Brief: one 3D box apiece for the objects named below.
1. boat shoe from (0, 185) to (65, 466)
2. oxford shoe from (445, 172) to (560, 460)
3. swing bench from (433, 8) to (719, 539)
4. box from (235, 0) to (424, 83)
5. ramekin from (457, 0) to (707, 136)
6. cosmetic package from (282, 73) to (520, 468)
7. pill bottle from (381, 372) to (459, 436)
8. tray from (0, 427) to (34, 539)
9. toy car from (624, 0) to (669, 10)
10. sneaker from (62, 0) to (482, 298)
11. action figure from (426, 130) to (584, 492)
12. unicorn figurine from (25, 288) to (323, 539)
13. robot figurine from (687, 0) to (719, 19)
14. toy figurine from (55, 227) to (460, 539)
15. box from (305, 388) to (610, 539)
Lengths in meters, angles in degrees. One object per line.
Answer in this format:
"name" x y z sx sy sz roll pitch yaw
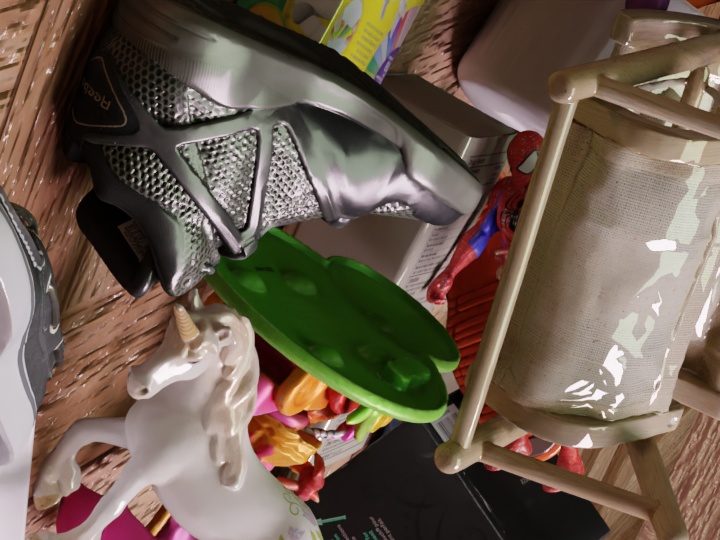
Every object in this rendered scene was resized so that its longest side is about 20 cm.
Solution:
"boat shoe" -0.139 0.006 0.859 0.200 0.068 0.057 102 14 -63
"oxford shoe" 0.081 0.013 1.389 0.073 0.071 0.201 19 57 -78
"swing bench" 0.139 -0.006 1.142 0.200 0.129 0.200 -50 159 -68
"box" -0.009 -0.124 1.073 0.201 0.048 0.117 -63 165 1
"ramekin" 0.150 -0.094 1.373 0.098 0.200 0.200 -51 165 -3
"cosmetic package" 0.000 0.000 1.275 0.201 0.073 0.103 -64 166 11
"pill bottle" 0.054 0.169 1.686 0.112 0.112 0.201 -39 153 -54
"tray" -0.180 0.128 1.018 0.107 0.022 0.200 -47 160 -39
"toy car" 0.152 -0.195 1.190 0.175 0.199 0.150 -65 180 -55
"sneaker" -0.041 -0.039 0.977 0.199 0.076 0.114 18 111 -46
"action figure" 0.076 0.027 1.272 0.099 0.065 0.201 -25 122 -45
"unicorn figurine" -0.073 0.092 1.022 0.137 0.200 0.074 -34 -146 13
"robot figurine" 0.198 -0.212 1.353 0.200 0.144 0.117 -16 -133 60
"toy figurine" -0.061 0.086 1.140 0.184 0.150 0.200 -53 161 15
"box" 0.018 0.171 1.411 0.200 0.125 0.148 -38 173 23
